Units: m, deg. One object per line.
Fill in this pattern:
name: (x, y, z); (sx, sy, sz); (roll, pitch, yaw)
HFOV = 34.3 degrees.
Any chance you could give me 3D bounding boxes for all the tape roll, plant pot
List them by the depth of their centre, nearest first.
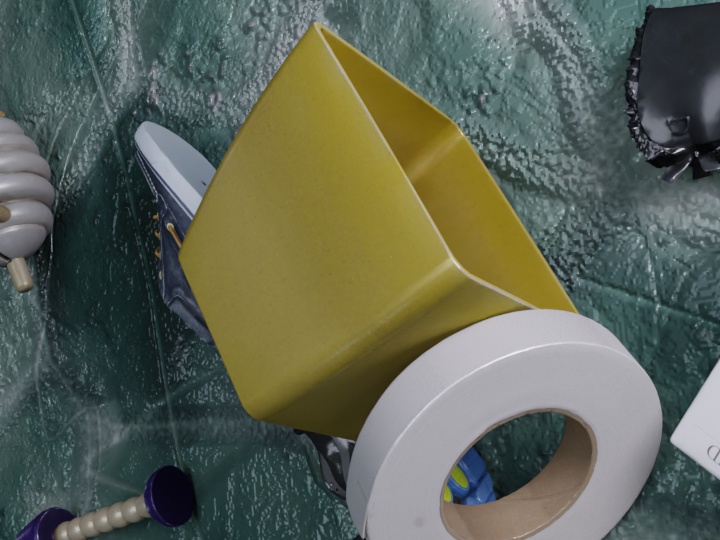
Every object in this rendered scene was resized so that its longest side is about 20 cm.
tape roll: (0.089, 0.117, 0.710); (0.204, 0.201, 0.037); (-56, 35, 18)
plant pot: (0.000, 0.000, 0.762); (0.176, 0.199, 0.202); (-39, 59, 17)

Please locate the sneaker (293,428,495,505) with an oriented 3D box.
sneaker: (0.021, 0.141, 0.846); (0.199, 0.070, 0.084); (37, 118, 36)

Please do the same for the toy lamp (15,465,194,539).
toy lamp: (-0.233, 0.225, 1.032); (0.198, 0.058, 0.059); (-24, 72, 34)

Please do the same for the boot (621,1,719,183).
boot: (0.243, -0.155, 0.702); (0.161, 0.073, 0.202); (-5, 81, 43)

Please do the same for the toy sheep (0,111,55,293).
toy sheep: (-0.353, -0.072, 1.102); (0.137, 0.137, 0.203); (-25, 78, 32)

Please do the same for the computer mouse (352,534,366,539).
computer mouse: (-0.035, 0.249, 0.883); (0.200, 0.058, 0.034); (-43, 80, 27)

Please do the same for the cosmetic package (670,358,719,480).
cosmetic package: (0.274, 0.041, 0.656); (0.101, 0.071, 0.202); (37, 108, 33)

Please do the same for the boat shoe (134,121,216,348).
boat shoe: (-0.149, -0.032, 0.979); (0.091, 0.070, 0.201); (-49, 62, 18)
